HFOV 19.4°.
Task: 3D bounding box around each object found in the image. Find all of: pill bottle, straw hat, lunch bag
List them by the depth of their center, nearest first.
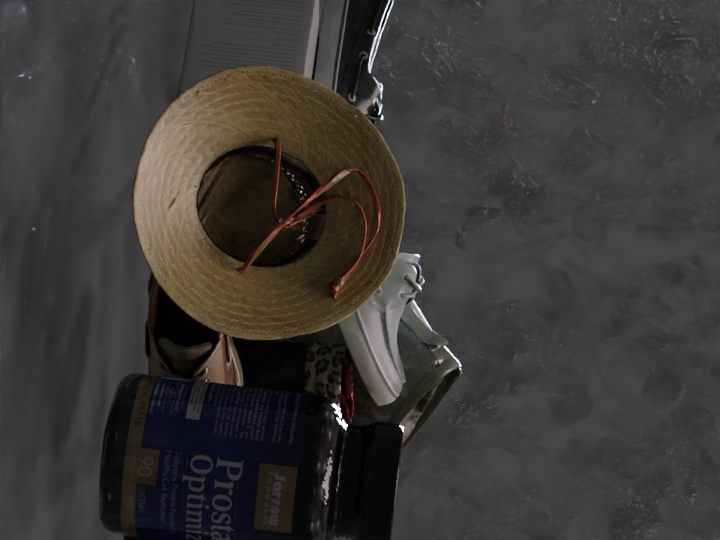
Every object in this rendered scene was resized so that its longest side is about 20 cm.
[{"bbox_3d":[-0.073,0.136,1.447,0.112,0.198,0.113,6,90,-88],"label":"pill bottle"},{"bbox_3d":[-0.076,-0.044,1.491,0.085,0.199,0.203,180,-83,-69],"label":"straw hat"},{"bbox_3d":[-0.021,0.079,1.711,0.117,0.164,0.200,-27,159,-54],"label":"lunch bag"}]

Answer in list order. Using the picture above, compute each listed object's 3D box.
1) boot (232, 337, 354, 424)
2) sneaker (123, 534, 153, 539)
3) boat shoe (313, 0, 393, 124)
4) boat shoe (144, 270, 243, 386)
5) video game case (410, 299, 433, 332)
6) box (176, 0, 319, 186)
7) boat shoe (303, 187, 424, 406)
[{"bbox_3d":[-0.085,0.135,1.646,0.074,0.152,0.205,-68,162,-63],"label":"boot"},{"bbox_3d":[-0.143,0.245,1.532,0.077,0.075,0.201,82,14,-62],"label":"sneaker"},{"bbox_3d":[-0.008,-0.143,1.672,0.069,0.056,0.202,91,5,-74],"label":"boat shoe"},{"bbox_3d":[-0.129,0.058,1.554,0.072,0.075,0.202,-62,150,-71],"label":"boat shoe"},{"bbox_3d":[0.000,0.000,1.799,0.143,0.017,0.200,57,-9,-26],"label":"video game case"},{"bbox_3d":[-0.090,-0.110,1.637,0.125,0.097,0.201,93,3,-61],"label":"box"},{"bbox_3d":[0.011,0.000,1.597,0.070,0.071,0.202,-44,118,-83],"label":"boat shoe"}]
